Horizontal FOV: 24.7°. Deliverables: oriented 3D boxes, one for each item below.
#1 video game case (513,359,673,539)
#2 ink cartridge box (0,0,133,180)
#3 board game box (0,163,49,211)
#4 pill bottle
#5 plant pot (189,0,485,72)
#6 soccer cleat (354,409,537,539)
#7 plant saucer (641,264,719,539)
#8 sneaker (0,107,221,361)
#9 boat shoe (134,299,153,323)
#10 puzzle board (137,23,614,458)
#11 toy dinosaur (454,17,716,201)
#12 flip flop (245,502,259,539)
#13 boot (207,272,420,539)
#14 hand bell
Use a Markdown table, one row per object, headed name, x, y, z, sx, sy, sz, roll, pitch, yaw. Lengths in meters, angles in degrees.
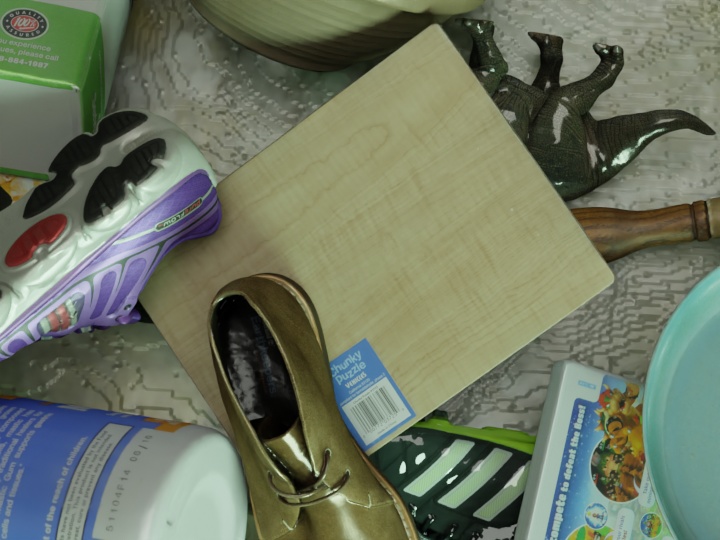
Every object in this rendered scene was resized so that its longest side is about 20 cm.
| name | x | y | z | sx | sy | sz | roll | pitch | yaw |
| --- | --- | --- | --- | --- | --- | --- | --- | --- | --- |
| video game case | 0.171 | 0.141 | 0.821 | 0.198 | 0.018 | 0.145 | 18 | 78 | -16 |
| ink cartridge box | -0.191 | -0.157 | 0.848 | 0.144 | 0.084 | 0.202 | 9 | 56 | -1 |
| board game box | -0.274 | -0.018 | 0.835 | 0.200 | 0.046 | 0.151 | -41 | 69 | -21 |
| pill bottle | -0.165 | 0.118 | 0.795 | 0.198 | 0.112 | 0.113 | 7 | 77 | 20 |
| plant pot | -0.031 | -0.169 | 0.856 | 0.200 | 0.201 | 0.093 | 31 | 116 | 6 |
| soccer cleat | 0.047 | 0.115 | 0.834 | 0.198 | 0.068 | 0.082 | 6 | 79 | -2 |
| plant saucer | 0.223 | 0.084 | 0.776 | 0.198 | 0.027 | 0.202 | 4 | 70 | -10 |
| sneaker | -0.148 | 0.014 | 0.771 | 0.199 | 0.084 | 0.081 | -35 | 44 | 2 |
| boat shoe | -0.054 | -0.009 | 0.856 | 0.198 | 0.076 | 0.075 | 7 | 75 | 1 |
| puzzle board | 0.000 | 0.000 | 0.798 | 0.199 | 0.017 | 0.151 | -36 | 85 | 8 |
| toy dinosaur | 0.085 | -0.078 | 0.881 | 0.198 | 0.077 | 0.103 | 10 | 98 | -11 |
| flip flop | -0.029 | 0.160 | 0.827 | 0.198 | 0.058 | 0.082 | 24 | 79 | 5 |
| boot | -0.026 | 0.099 | 0.757 | 0.073 | 0.075 | 0.202 | -23 | 88 | 7 |
| hand bell | 0.172 | -0.025 | 0.867 | 0.198 | 0.104 | 0.105 | -8 | 78 | 12 |
